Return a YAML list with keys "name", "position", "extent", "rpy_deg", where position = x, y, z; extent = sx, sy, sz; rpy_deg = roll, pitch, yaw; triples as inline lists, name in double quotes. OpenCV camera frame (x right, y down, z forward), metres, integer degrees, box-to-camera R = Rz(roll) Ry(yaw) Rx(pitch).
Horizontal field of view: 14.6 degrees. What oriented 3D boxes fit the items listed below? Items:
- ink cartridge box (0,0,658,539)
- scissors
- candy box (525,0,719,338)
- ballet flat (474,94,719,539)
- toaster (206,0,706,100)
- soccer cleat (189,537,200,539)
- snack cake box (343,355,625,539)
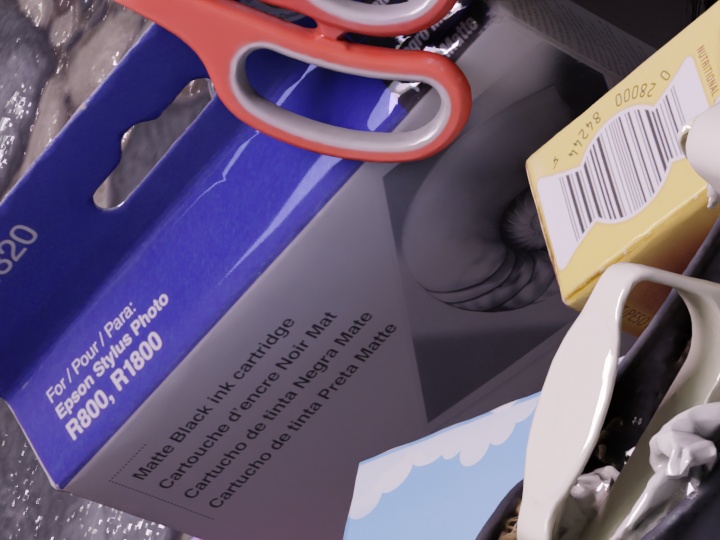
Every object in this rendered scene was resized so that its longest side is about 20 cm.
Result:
- name: "ink cartridge box"
  position: [0.000, 0.000, 0.807]
  extent: [0.200, 0.199, 0.041]
  rpy_deg: [-48, 42, 22]
- name: "scissors"
  position: [-0.066, -0.076, 0.732]
  extent: [0.014, 0.199, 0.074]
  rpy_deg: [-79, 0, -65]
- name: "candy box"
  position: [0.154, -0.046, 0.719]
  extent: [0.200, 0.116, 0.057]
  rpy_deg: [-41, 43, 28]
- name: "ballet flat"
  position: [0.088, 0.006, 0.613]
  extent: [0.200, 0.073, 0.073]
  rpy_deg: [-56, 37, -6]
- name: "toaster"
  position: [0.034, -0.095, 0.876]
  extent: [0.113, 0.129, 0.201]
  rpy_deg: [-19, 56, 44]
- name: "soccer cleat"
  position: [-0.023, 0.148, 0.866]
  extent: [0.077, 0.067, 0.200]
  rpy_deg: [-55, 36, 7]
- name: "snack cake box"
  position: [0.100, 0.074, 0.709]
  extent: [0.199, 0.115, 0.067]
  rpy_deg: [-24, 40, 40]
